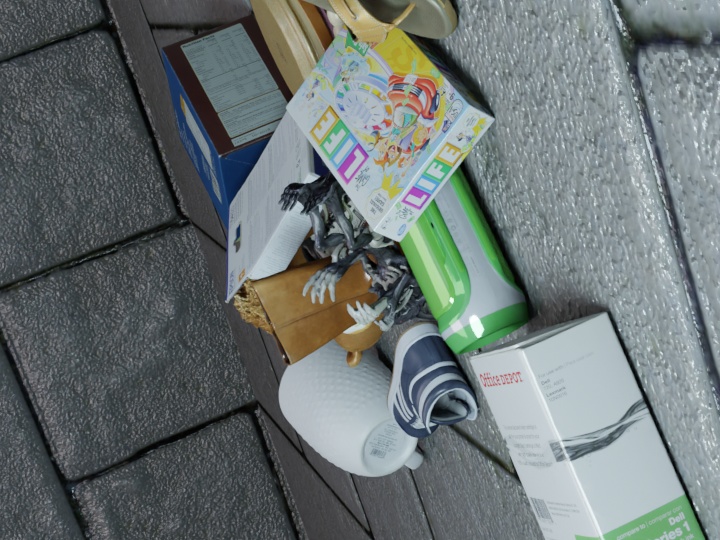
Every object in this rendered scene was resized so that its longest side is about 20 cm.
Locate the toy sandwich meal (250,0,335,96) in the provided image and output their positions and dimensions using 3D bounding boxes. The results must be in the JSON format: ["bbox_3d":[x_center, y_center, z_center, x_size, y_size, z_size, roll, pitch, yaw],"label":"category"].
[{"bbox_3d":[-0.054,-0.251,1.449,0.206,0.070,0.205,62,173,12],"label":"toy sandwich meal"}]

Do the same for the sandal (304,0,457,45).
[{"bbox_3d":[-0.007,-0.223,1.145,0.199,0.054,0.080,19,162,27],"label":"sandal"}]

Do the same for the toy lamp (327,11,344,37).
[{"bbox_3d":[-0.018,-0.235,1.317,0.201,0.058,0.058,68,168,-20],"label":"toy lamp"}]

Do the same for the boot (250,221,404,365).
[{"bbox_3d":[-0.020,-0.023,1.366,0.068,0.199,0.189,-131,23,-55],"label":"boot"}]

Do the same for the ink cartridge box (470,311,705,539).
[{"bbox_3d":[0.177,0.141,1.088,0.146,0.084,0.201,149,99,-77],"label":"ink cartridge box"}]

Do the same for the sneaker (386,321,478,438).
[{"bbox_3d":[0.082,0.159,1.552,0.200,0.070,0.109,88,158,-50],"label":"sneaker"}]

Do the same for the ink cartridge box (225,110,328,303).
[{"bbox_3d":[-0.092,-0.084,1.551,0.200,0.040,0.200,-54,24,31],"label":"ink cartridge box"}]

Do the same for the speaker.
[{"bbox_3d":[0.076,-0.030,1.222,0.088,0.088,0.201,115,131,-73],"label":"speaker"}]

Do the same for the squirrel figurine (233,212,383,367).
[{"bbox_3d":[-0.046,0.040,1.587,0.187,0.199,0.142,-116,14,-59],"label":"squirrel figurine"}]

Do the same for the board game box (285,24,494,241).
[{"bbox_3d":[0.020,-0.138,1.189,0.034,0.135,0.200,21,-156,-41],"label":"board game box"}]

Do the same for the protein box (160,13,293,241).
[{"bbox_3d":[-0.157,-0.188,1.808,0.199,0.135,0.200,88,156,-58],"label":"protein box"}]

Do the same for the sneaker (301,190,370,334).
[{"bbox_3d":[-0.016,-0.037,1.434,0.076,0.087,0.201,172,109,-66],"label":"sneaker"}]

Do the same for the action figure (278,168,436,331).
[{"bbox_3d":[0.000,0.000,1.280,0.200,0.102,0.119,51,157,-26],"label":"action figure"}]

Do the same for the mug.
[{"bbox_3d":[0.010,0.202,1.815,0.200,0.148,0.175,39,180,-38],"label":"mug"}]
